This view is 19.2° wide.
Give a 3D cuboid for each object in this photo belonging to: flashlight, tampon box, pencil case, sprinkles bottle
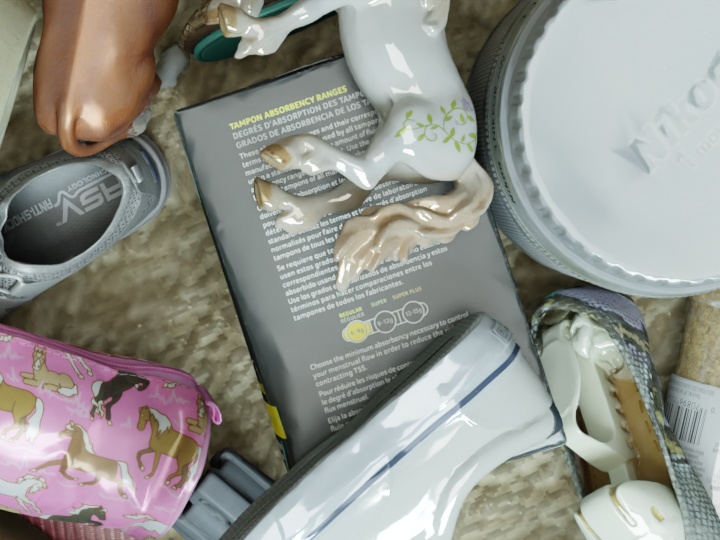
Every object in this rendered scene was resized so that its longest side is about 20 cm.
[{"bbox_3d":[-0.007,0.169,1.066,0.200,0.068,0.068,39,120,-4],"label":"flashlight"},{"bbox_3d":[0.000,0.000,1.018,0.126,0.150,0.201,-18,93,-2],"label":"tampon box"},{"bbox_3d":[-0.170,0.066,1.010,0.199,0.087,0.083,19,52,-19],"label":"pencil case"},{"bbox_3d":[0.178,0.109,1.071,0.068,0.068,0.201,12,92,-3],"label":"sprinkles bottle"}]

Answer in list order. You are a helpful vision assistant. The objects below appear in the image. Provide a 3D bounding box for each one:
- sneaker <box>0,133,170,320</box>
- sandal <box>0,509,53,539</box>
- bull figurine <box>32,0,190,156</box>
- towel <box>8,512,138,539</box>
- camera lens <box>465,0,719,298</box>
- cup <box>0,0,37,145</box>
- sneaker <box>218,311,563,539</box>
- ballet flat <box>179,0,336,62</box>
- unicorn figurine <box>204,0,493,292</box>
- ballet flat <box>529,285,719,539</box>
[{"bbox_3d":[-0.188,-0.011,1.043,0.200,0.082,0.075,-34,93,-1],"label":"sneaker"},{"bbox_3d":[-0.150,0.177,1.037,0.211,0.078,0.070,30,95,-8],"label":"sandal"},{"bbox_3d":[-0.110,-0.153,1.017,0.065,0.121,0.201,18,93,9],"label":"bull figurine"},{"bbox_3d":[-0.173,0.180,1.084,0.144,0.023,0.201,-6,92,-2],"label":"towel"},{"bbox_3d":[0.133,-0.069,0.995,0.159,0.200,0.161,0,93,-3],"label":"camera lens"},{"bbox_3d":[-0.233,-0.093,0.987,0.143,0.200,0.201,17,92,-9],"label":"cup"},{"bbox_3d":[0.002,0.107,0.913,0.200,0.073,0.071,-41,94,2],"label":"sneaker"},{"bbox_3d":[-0.004,-0.162,1.053,0.199,0.071,0.065,-19,84,-15],"label":"ballet flat"},{"bbox_3d":[0.008,-0.103,0.912,0.137,0.074,0.201,-16,106,-12],"label":"unicorn figurine"},{"bbox_3d":[0.124,0.098,1.030,0.072,0.072,0.201,-16,67,-1],"label":"ballet flat"}]
